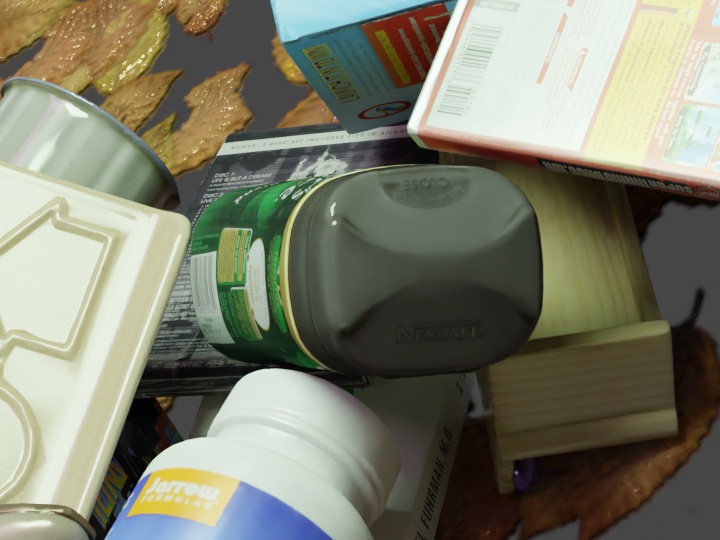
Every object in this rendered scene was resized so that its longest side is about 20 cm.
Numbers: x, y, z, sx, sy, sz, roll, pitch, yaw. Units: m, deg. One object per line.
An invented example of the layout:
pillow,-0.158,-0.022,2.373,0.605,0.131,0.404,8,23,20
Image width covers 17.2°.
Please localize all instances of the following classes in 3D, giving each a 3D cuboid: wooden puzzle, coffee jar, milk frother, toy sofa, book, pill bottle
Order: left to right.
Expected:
wooden puzzle,-0.195,0.036,1.081,0.200,0.046,0.186,15,68,8
milk frother,-0.200,-0.020,1.245,0.188,0.180,0.200,-59,18,-21
pill bottle,-0.059,0.141,0.984,0.112,0.112,0.200,-3,46,38
book,-0.029,0.128,1.097,0.133,0.048,0.200,-7,49,28
coffee jar,0.000,0.000,1.009,0.200,0.104,0.086,180,86,-71
toy sofa,0.088,0.002,1.098,0.083,0.098,0.200,-9,43,0

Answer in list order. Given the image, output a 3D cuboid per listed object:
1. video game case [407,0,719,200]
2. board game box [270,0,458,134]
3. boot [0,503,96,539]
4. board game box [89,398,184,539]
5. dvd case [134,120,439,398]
video game case,0.128,-0.098,0.932,0.200,0.017,0.143,12,72,33
board game box,0.067,-0.132,1.105,0.195,0.200,0.056,-14,80,5
boot,-0.202,0.185,0.977,0.200,0.070,0.146,-30,26,28
board game box,-0.194,0.144,1.159,0.200,0.057,0.165,-26,16,18
dvd case,-0.033,-0.010,1.204,0.148,0.016,0.200,-4,40,26
